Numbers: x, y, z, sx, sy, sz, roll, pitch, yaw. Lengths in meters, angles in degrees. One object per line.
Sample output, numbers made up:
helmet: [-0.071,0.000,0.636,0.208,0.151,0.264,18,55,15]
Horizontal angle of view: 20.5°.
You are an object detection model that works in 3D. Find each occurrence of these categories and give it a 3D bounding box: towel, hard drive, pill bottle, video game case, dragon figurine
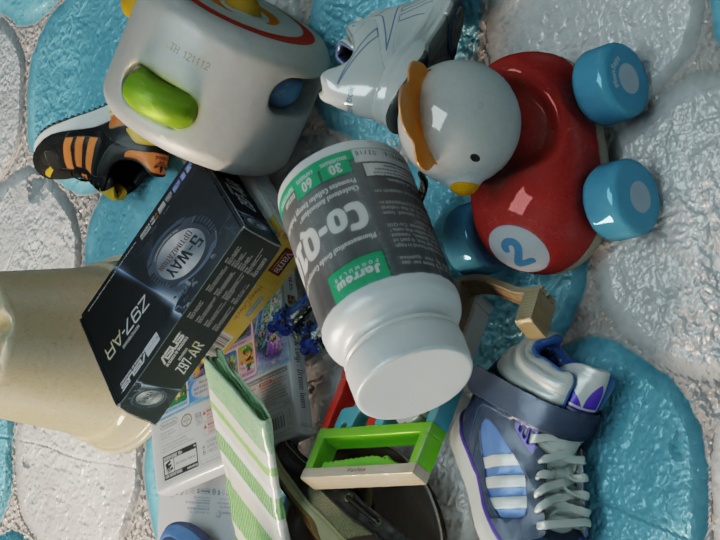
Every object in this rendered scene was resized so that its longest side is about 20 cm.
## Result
towel: [-0.088,0.182,1.701,0.153,0.023,0.201,-137,34,-59]
hard drive: [-0.139,0.167,1.867,0.132,0.025,0.201,-2,83,46]
pill bottle: [0.013,0.007,1.549,0.113,0.113,0.201,-46,49,33]
video game case: [-0.125,0.092,1.823,0.199,0.024,0.183,-26,62,40]
dragon figurine: [0.000,0.000,1.687,0.200,0.059,0.100,-33,32,40]

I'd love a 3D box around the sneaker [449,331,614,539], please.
sneaker: [0.149,0.143,1.523,0.147,0.080,0.201,-53,45,33]

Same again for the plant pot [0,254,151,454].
plant pot: [-0.307,0.076,1.943,0.200,0.183,0.202,-7,80,46]

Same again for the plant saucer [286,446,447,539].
plant saucer: [0.009,0.244,1.696,0.200,0.032,0.202,-9,78,46]

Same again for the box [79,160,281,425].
box: [-0.162,0.012,1.757,0.200,0.043,0.160,-54,33,13]

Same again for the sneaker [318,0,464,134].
sneaker: [0.031,-0.190,1.628,0.087,0.200,0.075,16,129,15]

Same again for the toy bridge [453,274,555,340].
toy bridge: [0.072,0.038,1.598,0.199,0.027,0.067,-14,43,41]

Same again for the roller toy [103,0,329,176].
roller toy: [-0.127,-0.184,1.788,0.140,0.182,0.200,-65,24,18]

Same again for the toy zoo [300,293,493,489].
toy zoo: [0.035,0.087,1.635,0.131,0.020,0.201,-9,49,44]

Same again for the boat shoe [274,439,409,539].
boat shoe: [-0.017,0.197,1.665,0.065,0.073,0.200,-39,38,-4]

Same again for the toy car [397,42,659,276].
toy car: [0.094,-0.091,1.527,0.184,0.199,0.178,-15,74,45]

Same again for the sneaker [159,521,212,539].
sneaker: [-0.155,0.327,1.808,0.074,0.082,0.201,-30,71,48]

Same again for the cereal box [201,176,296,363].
cereal box: [-0.129,-0.023,1.817,0.144,0.039,0.200,-51,35,13]

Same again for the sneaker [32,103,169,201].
sneaker: [-0.264,-0.108,2.004,0.199,0.070,0.091,-19,68,42]
